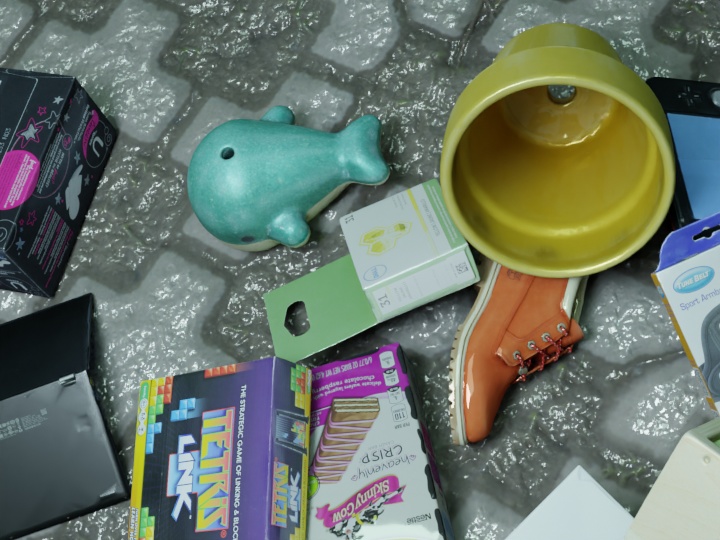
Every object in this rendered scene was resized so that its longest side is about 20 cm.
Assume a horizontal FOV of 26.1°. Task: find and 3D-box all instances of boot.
[{"bbox_3d":[0.140,0.069,1.385,0.107,0.075,0.200,13,67,16],"label":"boot"}]

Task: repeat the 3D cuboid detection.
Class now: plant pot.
[{"bbox_3d":[0.177,-0.126,1.391,0.200,0.201,0.189,-7,33,12],"label":"plant pot"}]

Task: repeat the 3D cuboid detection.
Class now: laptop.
[{"bbox_3d":[-0.327,0.147,1.510,0.187,0.116,0.201,-20,90,6],"label":"laptop"}]

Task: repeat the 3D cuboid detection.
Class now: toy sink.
[{"bbox_3d":[0.317,0.180,1.190,0.130,0.200,0.112,37,114,27],"label":"toy sink"}]

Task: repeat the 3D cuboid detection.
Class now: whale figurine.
[{"bbox_3d":[-0.075,-0.100,1.502,0.199,0.104,0.160,-15,61,15],"label":"whale figurine"}]

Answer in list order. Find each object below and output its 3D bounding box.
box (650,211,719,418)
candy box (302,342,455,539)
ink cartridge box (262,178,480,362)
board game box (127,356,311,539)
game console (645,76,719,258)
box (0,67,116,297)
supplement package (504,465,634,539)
[{"bbox_3d":[0.331,0.048,1.309,0.119,0.041,0.200,-25,90,3],"label":"box"},{"bbox_3d":[-0.002,0.179,1.373,0.136,0.061,0.200,-18,62,7],"label":"candy box"},{"bbox_3d":[0.000,0.000,1.434,0.200,0.048,0.146,-22,29,2],"label":"ink cartridge box"},{"bbox_3d":[-0.126,0.187,1.365,0.165,0.057,0.201,-14,66,36],"label":"board game box"},{"bbox_3d":[0.362,-0.109,1.374,0.172,0.119,0.200,3,60,-20],"label":"game console"},{"bbox_3d":[-0.354,-0.090,1.575,0.132,0.115,0.200,9,66,21],"label":"box"},{"bbox_3d":[0.152,0.285,1.221,0.200,0.111,0.156,-43,78,-12],"label":"supplement package"}]
